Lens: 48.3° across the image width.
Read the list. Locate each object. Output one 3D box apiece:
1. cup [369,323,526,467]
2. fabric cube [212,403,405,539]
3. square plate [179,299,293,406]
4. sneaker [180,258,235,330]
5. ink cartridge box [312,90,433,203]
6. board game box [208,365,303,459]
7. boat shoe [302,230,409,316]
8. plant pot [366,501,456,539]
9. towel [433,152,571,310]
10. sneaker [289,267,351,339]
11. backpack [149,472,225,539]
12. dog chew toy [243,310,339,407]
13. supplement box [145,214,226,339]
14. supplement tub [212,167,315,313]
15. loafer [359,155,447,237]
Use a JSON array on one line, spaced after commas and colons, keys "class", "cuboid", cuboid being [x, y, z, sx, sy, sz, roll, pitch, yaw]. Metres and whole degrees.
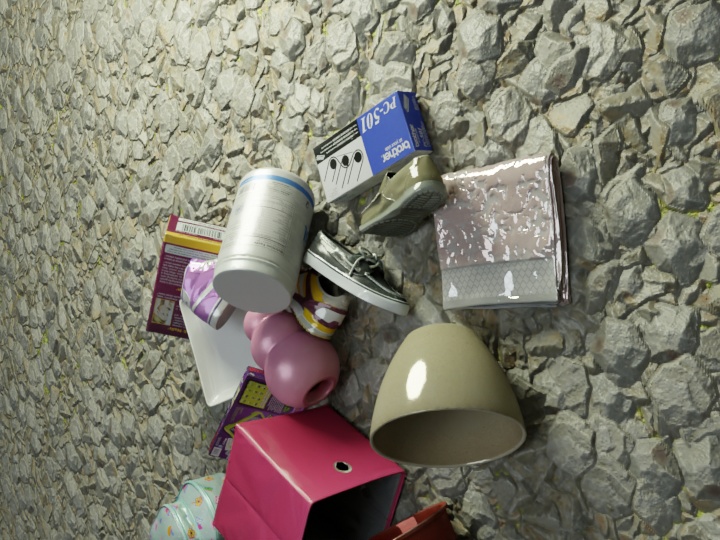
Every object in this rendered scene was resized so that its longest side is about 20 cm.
[{"class": "cup", "cuboid": [0.110, 0.156, 1.052, 0.200, 0.199, 0.145, -34, 44, 42]}, {"class": "fabric cube", "cuboid": [-0.082, 0.353, 1.242, 0.199, 0.195, 0.202, 34, 117, 41]}, {"class": "square plate", "cuboid": [-0.202, 0.111, 1.404, 0.196, 0.028, 0.202, -21, 76, 7]}, {"class": "sneaker", "cuboid": [-0.234, -0.012, 1.381, 0.114, 0.073, 0.201, 35, 85, 14]}, {"class": "ink cartridge box", "cuboid": [0.014, -0.181, 1.207, 0.199, 0.044, 0.095, -26, 76, 44]}, {"class": "board game box", "cuboid": [-0.175, 0.259, 1.389, 0.032, 0.119, 0.201, -92, 27, -58]}, {"class": "boat shoe", "cuboid": [0.001, 0.000, 1.218, 0.199, 0.073, 0.069, 32, 96, 35]}, {"class": "plant pot", "cuboid": [0.078, 0.456, 1.100, 0.200, 0.200, 0.197, -38, 75, 40]}, {"class": "towel", "cuboid": [0.178, -0.045, 1.058, 0.199, 0.032, 0.193, -6, 89, 45]}, {"class": "sneaker", "cuboid": [-0.087, 0.023, 1.318, 0.200, 0.075, 0.090, 44, 105, 35]}, {"class": "backpack", "cuboid": [-0.299, 0.491, 1.512, 0.176, 0.152, 0.201, 49, 119, 38]}, {"class": "dog chew toy", "cuboid": [-0.122, 0.127, 1.312, 0.200, 0.124, 0.125, 48, 125, 31]}, {"class": "supplement box", "cuboid": [-0.310, 0.017, 1.478, 0.103, 0.130, 0.202, -108, 33, -66]}, {"class": "supplement tub", "cuboid": [-0.150, -0.049, 1.272, 0.131, 0.131, 0.202, -26, 44, 44]}, {"class": "loafer", "cuboid": [0.060, -0.102, 1.139, 0.200, 0.075, 0.070, -32, 56, 56]}]
